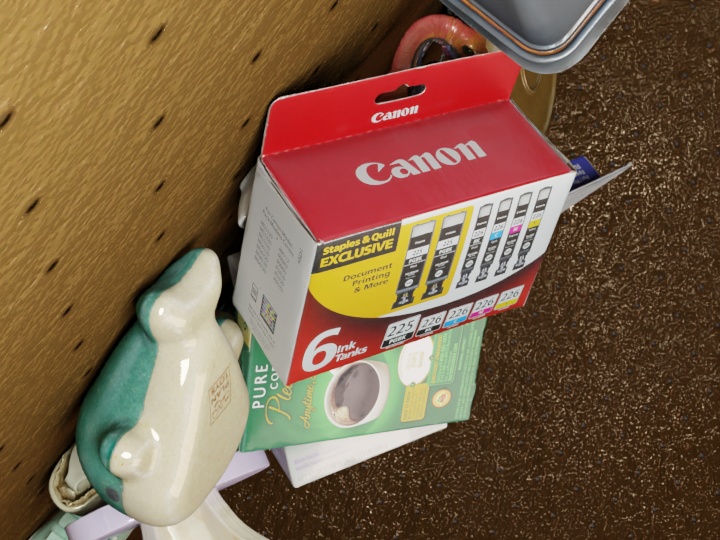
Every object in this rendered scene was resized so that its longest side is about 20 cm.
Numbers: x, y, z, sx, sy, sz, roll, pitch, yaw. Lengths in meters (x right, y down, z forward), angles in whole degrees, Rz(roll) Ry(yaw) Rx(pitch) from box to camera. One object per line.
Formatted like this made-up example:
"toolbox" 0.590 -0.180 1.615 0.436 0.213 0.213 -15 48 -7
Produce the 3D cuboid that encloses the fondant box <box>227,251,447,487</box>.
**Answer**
"fondant box" -0.014 0.060 1.048 0.143 0.202 0.058 -20 -147 -15

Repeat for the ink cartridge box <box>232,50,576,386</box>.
"ink cartridge box" 0.030 -0.037 0.844 0.198 0.084 0.177 -17 142 -28

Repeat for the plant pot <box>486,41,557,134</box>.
"plant pot" 0.137 -0.185 1.123 0.200 0.027 0.203 2 90 -66

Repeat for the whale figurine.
"whale figurine" -0.139 0.075 0.881 0.159 0.103 0.202 -52 155 -47

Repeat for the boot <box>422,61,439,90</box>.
"boot" 0.042 -0.095 1.224 0.132 0.069 0.202 -56 167 -77

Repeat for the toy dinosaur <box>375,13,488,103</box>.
"toy dinosaur" 0.029 -0.090 0.920 0.200 0.105 0.182 -42 153 -27

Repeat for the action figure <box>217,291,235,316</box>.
"action figure" -0.056 -0.022 1.201 0.201 0.054 0.118 -56 173 17

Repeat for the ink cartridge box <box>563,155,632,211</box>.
"ink cartridge box" 0.121 -0.046 1.203 0.195 0.044 0.200 -23 171 -32

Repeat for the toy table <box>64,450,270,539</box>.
"toy table" -0.134 0.225 1.050 0.199 0.118 0.183 -18 170 -43

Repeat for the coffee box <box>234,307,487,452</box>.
"coffee box" -0.002 0.065 0.994 0.198 0.044 0.124 -6 119 -24

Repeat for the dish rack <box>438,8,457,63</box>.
"dish rack" 0.103 -0.161 1.166 0.153 0.054 0.202 -14 124 -67

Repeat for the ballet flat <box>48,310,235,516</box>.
"ballet flat" -0.169 0.109 1.006 0.200 0.069 0.069 -50 177 3

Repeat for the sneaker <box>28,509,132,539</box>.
"sneaker" -0.241 0.229 1.174 0.118 0.074 0.201 -45 -168 39

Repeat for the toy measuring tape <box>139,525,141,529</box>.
"toy measuring tape" -0.163 0.158 1.254 0.074 0.073 0.202 108 1 -83

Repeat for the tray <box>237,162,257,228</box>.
"tray" -0.046 -0.076 0.935 0.108 0.022 0.200 -50 177 3

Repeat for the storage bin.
"storage bin" 0.125 -0.222 0.742 0.201 0.145 0.134 -51 167 9
